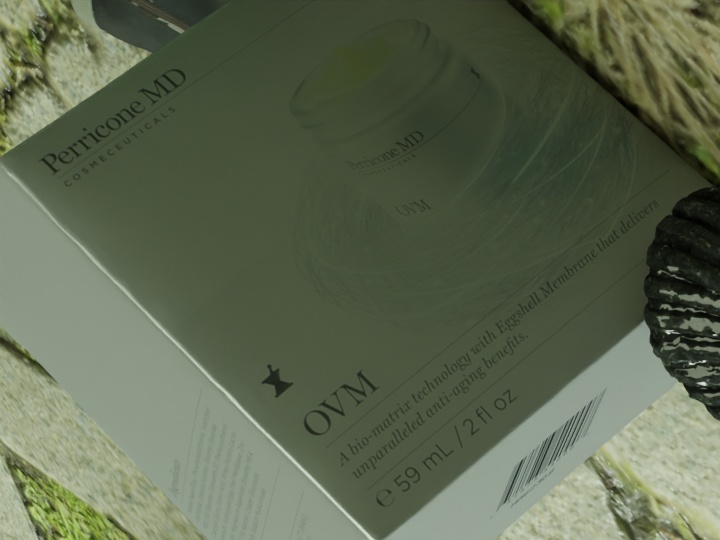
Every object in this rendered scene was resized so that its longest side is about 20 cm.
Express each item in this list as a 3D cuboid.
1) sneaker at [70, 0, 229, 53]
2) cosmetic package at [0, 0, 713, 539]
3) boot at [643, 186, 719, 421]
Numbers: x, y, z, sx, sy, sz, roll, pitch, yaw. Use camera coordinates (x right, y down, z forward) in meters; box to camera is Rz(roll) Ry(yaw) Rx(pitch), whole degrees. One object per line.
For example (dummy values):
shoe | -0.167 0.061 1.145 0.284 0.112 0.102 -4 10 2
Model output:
sneaker | -0.061 -0.159 1.004 0.106 0.075 0.200 28 147 20
cosmetic package | 0.000 0.000 0.939 0.200 0.199 0.123 43 152 17
boot | 0.191 0.066 0.846 0.158 0.079 0.211 -3 110 51
